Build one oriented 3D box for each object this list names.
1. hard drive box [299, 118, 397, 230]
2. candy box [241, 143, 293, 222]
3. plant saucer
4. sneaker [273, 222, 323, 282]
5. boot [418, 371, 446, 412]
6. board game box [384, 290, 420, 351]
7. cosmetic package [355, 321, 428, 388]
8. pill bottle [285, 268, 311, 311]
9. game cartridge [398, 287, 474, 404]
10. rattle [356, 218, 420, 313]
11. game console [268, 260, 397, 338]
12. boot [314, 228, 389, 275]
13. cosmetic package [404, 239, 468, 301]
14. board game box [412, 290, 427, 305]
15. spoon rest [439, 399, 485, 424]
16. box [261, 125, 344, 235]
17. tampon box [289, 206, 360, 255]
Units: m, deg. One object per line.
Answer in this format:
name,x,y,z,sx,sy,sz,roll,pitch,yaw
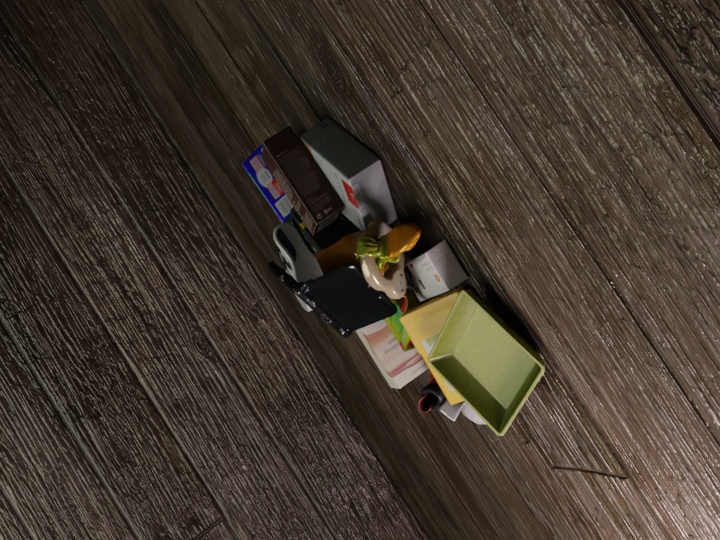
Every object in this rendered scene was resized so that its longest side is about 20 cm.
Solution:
hard drive box,-0.024,-0.186,1.701,0.200,0.076,0.157,43,161,44
candy box,-0.164,-0.200,1.980,0.170,0.077,0.200,55,-162,7
plant saucer,0.227,0.157,1.509,0.200,0.048,0.201,46,138,25
sneaker,-0.123,-0.004,1.848,0.202,0.072,0.112,63,172,7
boot,0.160,0.250,1.825,0.072,0.144,0.200,46,158,4
board game box,0.074,0.066,1.872,0.201,0.047,0.102,58,156,33
cosmetic package,0.067,0.163,1.991,0.201,0.103,0.087,57,167,-3
pill bottle,-0.062,-0.001,1.966,0.112,0.199,0.111,56,167,21
game cartridge,0.184,0.143,1.608,0.175,0.032,0.201,-28,97,42
rattle,0.091,-0.007,1.592,0.201,0.141,0.131,57,-155,-29
game console,-0.054,0.034,1.663,0.176,0.117,0.200,40,175,42
boot,0.000,0.000,1.702,0.202,0.143,0.071,56,-168,-45
cosmetic package,0.135,0.005,1.623,0.083,0.050,0.200,56,166,1
board game box,0.128,0.122,1.955,0.200,0.026,0.202,30,150,61
spoon rest,0.231,0.283,1.795,0.099,0.061,0.199,36,-172,27
box,-0.119,-0.180,1.736,0.201,0.075,0.100,55,167,4
tampon box,-0.031,-0.068,1.830,0.200,0.149,0.127,49,166,28
